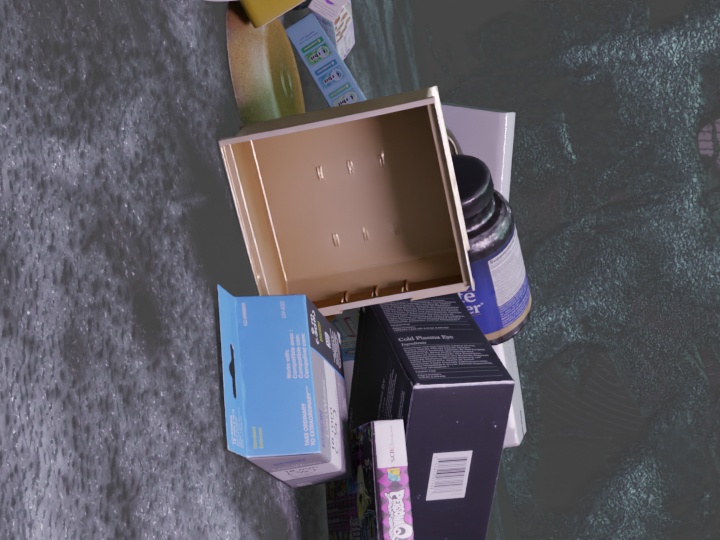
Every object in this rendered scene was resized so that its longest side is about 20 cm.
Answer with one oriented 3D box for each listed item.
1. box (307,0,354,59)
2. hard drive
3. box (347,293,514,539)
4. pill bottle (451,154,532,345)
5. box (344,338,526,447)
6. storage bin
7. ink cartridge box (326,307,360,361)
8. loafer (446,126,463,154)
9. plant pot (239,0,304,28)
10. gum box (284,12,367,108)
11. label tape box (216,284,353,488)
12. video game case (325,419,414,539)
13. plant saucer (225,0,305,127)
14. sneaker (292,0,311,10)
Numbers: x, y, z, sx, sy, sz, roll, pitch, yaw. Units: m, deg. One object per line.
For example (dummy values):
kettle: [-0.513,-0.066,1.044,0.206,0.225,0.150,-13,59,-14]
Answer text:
box: [-0.035,-0.310,1.608,0.039,0.041,0.200,-56,175,-4]
hard drive: [0.122,-0.101,1.552,0.027,0.132,0.201,-14,112,-49]
box: [0.062,0.146,1.259,0.182,0.104,0.201,-119,-149,-57]
pill bottle: [0.115,-0.021,1.358,0.112,0.111,0.200,-89,165,-47]
box: [0.086,0.121,1.537,0.131,0.199,0.200,1,79,-79]
storage bin: [-0.007,-0.056,1.196,0.094,0.199,0.199,-77,155,-71]
ink cartridge box: [0.000,0.000,1.383,0.200,0.128,0.126,59,23,-61]
loafer: [0.098,-0.080,1.499,0.070,0.075,0.201,-81,157,-81]
plant pot: [-0.065,-0.392,1.243,0.177,0.200,0.200,51,23,-27]
gum box: [-0.010,-0.198,1.565,0.200,0.044,0.170,59,4,16]
label tape box: [-0.062,0.103,1.116,0.200,0.063,0.145,55,27,-68]
video game case: [0.007,0.242,1.204,0.200,0.036,0.182,136,-50,-71]
plant saucer: [-0.092,-0.192,1.320,0.200,0.035,0.201,-10,90,-80]
sneaker: [-0.052,-0.366,1.612,0.200,0.072,0.072,-48,129,-76]
